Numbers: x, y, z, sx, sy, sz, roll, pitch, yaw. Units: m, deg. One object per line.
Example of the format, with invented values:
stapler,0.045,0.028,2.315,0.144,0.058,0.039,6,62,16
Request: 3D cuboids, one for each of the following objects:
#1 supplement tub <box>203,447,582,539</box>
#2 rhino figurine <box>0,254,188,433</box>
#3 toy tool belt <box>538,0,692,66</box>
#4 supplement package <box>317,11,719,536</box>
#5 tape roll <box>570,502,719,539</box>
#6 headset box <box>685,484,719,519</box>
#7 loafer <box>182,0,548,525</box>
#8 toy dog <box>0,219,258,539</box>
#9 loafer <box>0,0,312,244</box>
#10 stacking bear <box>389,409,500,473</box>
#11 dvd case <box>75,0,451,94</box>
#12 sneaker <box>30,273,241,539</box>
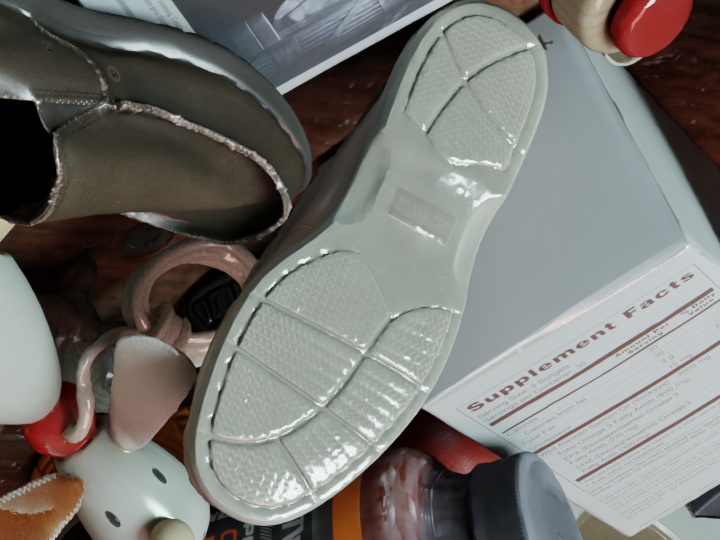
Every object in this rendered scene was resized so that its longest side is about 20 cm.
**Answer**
supplement tub,-0.016,0.130,0.833,0.199,0.108,0.107,-21,151,17
rhino figurine,-0.153,0.046,0.810,0.199,0.060,0.088,-15,130,-21
toy tool belt,0.162,-0.119,0.702,0.200,0.123,0.125,-43,148,6
supplement package,0.093,0.007,0.874,0.117,0.117,0.200,-32,147,15
tape roll,0.100,0.194,1.071,0.202,0.203,0.139,10,133,-44
headset box,0.238,0.033,1.025,0.199,0.093,0.174,8,136,-47
loafer,0.000,0.000,0.762,0.072,0.201,0.063,34,162,-13
toy dog,-0.110,0.038,0.735,0.199,0.096,0.133,23,98,-32
loafer,-0.098,-0.041,0.686,0.199,0.072,0.073,21,145,-38
stacking bear,0.006,0.127,0.968,0.113,0.122,0.200,20,125,-44
dvd case,0.002,-0.129,0.700,0.199,0.025,0.150,-28,149,5
sneaker,-0.048,0.061,0.910,0.200,0.076,0.092,-37,155,32
